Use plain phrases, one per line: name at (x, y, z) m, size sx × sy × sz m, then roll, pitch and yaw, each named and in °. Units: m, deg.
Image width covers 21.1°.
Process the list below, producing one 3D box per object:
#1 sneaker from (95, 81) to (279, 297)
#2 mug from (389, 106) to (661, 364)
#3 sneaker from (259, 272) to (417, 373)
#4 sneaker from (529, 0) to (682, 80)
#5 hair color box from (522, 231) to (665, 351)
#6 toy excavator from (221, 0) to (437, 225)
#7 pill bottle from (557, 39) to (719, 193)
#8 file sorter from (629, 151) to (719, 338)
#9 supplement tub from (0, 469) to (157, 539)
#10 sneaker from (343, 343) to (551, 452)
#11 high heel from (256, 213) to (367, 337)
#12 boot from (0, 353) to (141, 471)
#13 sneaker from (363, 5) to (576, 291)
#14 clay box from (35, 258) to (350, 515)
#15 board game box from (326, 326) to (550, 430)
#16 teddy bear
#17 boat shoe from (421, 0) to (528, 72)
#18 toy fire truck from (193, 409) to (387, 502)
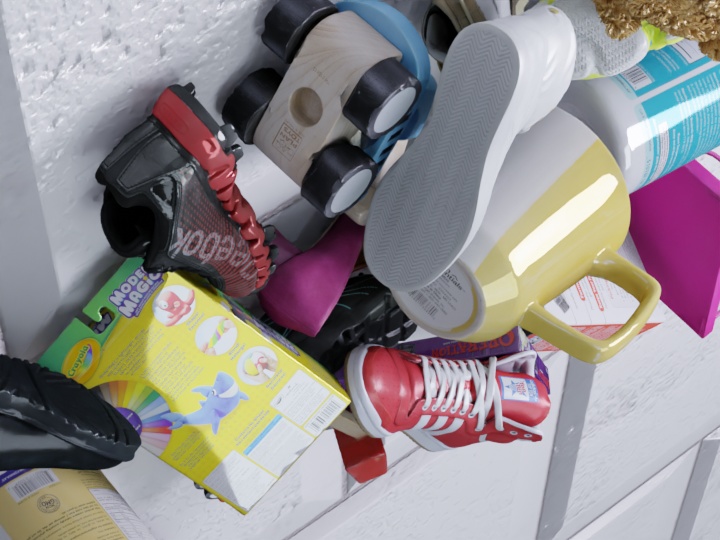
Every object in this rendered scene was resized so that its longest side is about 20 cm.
sneaker at (-0.113, -0.032, 1.231) m, size 0.098 × 0.071 × 0.201 m, roll -39°, pitch 151°, yaw -11°
mug at (0.109, -0.023, 1.391) m, size 0.153 × 0.186 × 0.150 m, roll -42°, pitch 131°, yaw -40°
sneaker at (-0.021, 0.032, 1.449) m, size 0.200 × 0.079 × 0.076 m, roll -33°, pitch 147°, yaw -30°
sneaker at (0.204, -0.202, 1.423) m, size 0.200 × 0.105 × 0.076 m, roll -19°, pitch 111°, yaw 11°
hair color box at (0.167, 0.007, 1.622) m, size 0.064 × 0.111 × 0.200 m, roll -30°, pitch 162°, yaw 31°
toy excavator at (0.002, -0.096, 1.288) m, size 0.200 × 0.100 × 0.195 m, roll -21°, pitch 148°, yaw -53°
pill bottle at (0.236, -0.135, 1.525) m, size 0.200 × 0.111 × 0.111 m, roll -26°, pitch 149°, yaw -31°
file sorter at (0.304, -0.071, 1.684) m, size 0.125 × 0.139 × 0.200 m, roll -35°, pitch 152°, yaw -20°
supplement tub at (-0.199, 0.232, 1.349) m, size 0.145 × 0.200 × 0.146 m, roll -33°, pitch 152°, yaw -20°
sneaker at (0.071, 0.090, 1.434) m, size 0.112 × 0.071 × 0.200 m, roll -10°, pitch 164°, yaw 23°
high heel at (0.000, 0.000, 1.406) m, size 0.200 × 0.096 × 0.068 m, roll -18°, pitch 144°, yaw -41°
boot at (-0.257, 0.133, 1.227) m, size 0.198 × 0.073 × 0.163 m, roll 24°, pitch 104°, yaw -40°
sneaker at (0.079, -0.080, 1.255) m, size 0.116 × 0.074 × 0.200 m, roll -30°, pitch 152°, yaw -55°
clay box at (-0.117, 0.071, 1.326) m, size 0.200 × 0.048 × 0.115 m, roll 39°, pitch 98°, yaw -29°
board game box at (0.043, 0.087, 1.548) m, size 0.199 × 0.032 × 0.120 m, roll -10°, pitch 153°, yaw 14°
teddy bear at (0.200, -0.198, 1.305) m, size 0.200 × 0.145 × 0.067 m, roll 34°, pitch 68°, yaw -32°
boat shoe at (0.075, -0.163, 1.314) m, size 0.068 × 0.075 × 0.200 m, roll -28°, pitch 147°, yaw -9°
toy fire truck at (-0.065, 0.127, 1.494) m, size 0.141 × 0.049 × 0.200 m, roll -20°, pitch 153°, yaw 6°
